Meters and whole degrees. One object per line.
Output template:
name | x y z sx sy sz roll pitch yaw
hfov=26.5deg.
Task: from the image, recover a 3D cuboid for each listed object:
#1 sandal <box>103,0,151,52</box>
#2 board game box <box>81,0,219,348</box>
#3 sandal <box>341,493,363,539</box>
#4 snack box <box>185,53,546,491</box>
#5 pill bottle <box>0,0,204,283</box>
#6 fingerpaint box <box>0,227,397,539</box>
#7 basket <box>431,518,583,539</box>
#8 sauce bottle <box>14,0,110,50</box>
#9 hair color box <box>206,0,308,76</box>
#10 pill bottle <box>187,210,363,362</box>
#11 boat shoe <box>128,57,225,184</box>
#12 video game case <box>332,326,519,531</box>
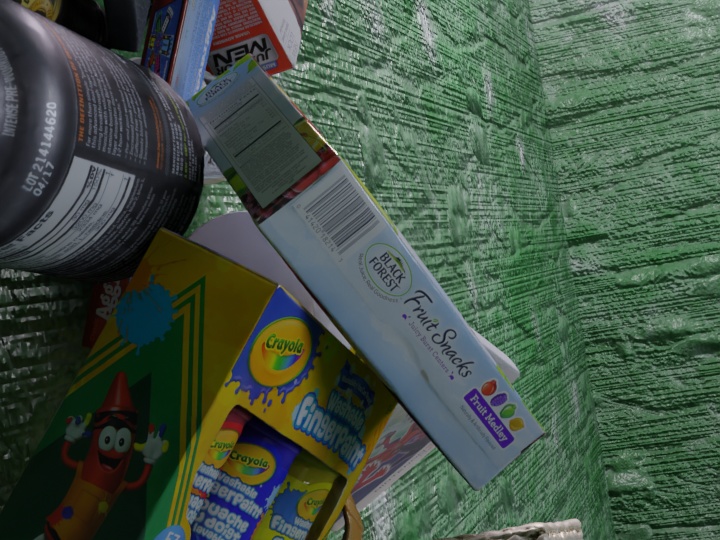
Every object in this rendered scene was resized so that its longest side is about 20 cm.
sandal | -0.121 -0.187 0.672 0.201 0.042 0.077 85 9 -46
board game box | -0.105 -0.060 0.786 0.103 0.019 0.203 43 58 -87
sandal | -0.026 0.164 0.921 0.201 0.053 0.081 97 -12 -45
snack box | 0.000 0.000 0.760 0.200 0.053 0.142 52 1 -33
pill bottle | -0.147 -0.055 0.637 0.200 0.105 0.108 18 63 -73
fingerpaint box | -0.070 0.097 0.743 0.168 0.073 0.200 -61 156 -10
basket | 0.075 0.271 1.084 0.198 0.198 0.163 27 53 -72
sauce bottle | -0.168 -0.132 0.683 0.200 0.065 0.067 20 61 -72
hair color box | -0.101 -0.228 0.959 0.112 0.063 0.201 -83 153 -47
pill bottle | -0.041 0.029 0.961 0.200 0.113 0.116 28 54 -70
boat shoe | -0.095 -0.089 0.924 0.202 0.064 0.075 13 68 -74
video game case | 0.016 0.107 1.028 0.023 0.182 0.200 51 6 21
